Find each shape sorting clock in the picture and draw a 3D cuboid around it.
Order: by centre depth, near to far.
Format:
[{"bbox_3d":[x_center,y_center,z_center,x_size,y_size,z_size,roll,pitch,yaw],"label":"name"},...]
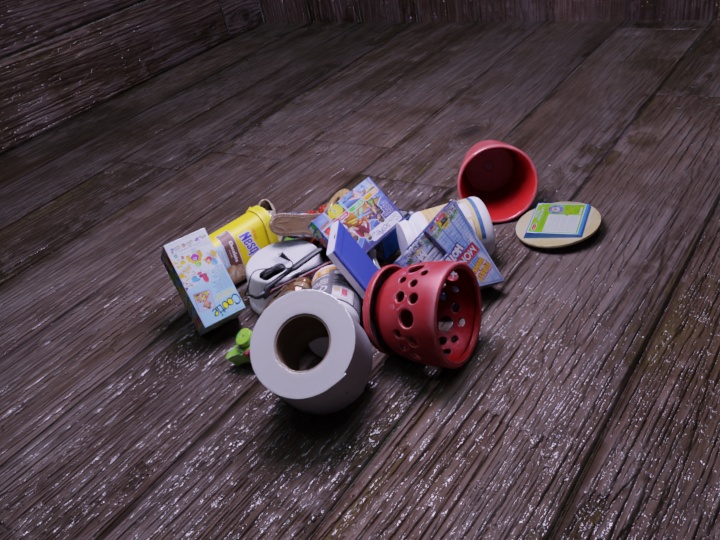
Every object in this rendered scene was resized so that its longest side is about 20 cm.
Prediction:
[{"bbox_3d":[0.467,-0.108,1.790,0.197,0.040,0.201,-10,33,6],"label":"shape sorting clock"}]

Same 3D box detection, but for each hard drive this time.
[{"bbox_3d":[0.000,0.000,1.635,0.025,0.200,0.133,-30,26,20],"label":"hard drive"}]

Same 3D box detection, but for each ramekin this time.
[{"bbox_3d":[-0.172,0.013,1.764,0.198,0.099,0.201,-8,32,5],"label":"ramekin"}]

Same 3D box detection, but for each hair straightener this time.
[{"bbox_3d":[-0.169,-0.002,1.648,0.198,0.078,0.041,-28,10,-11],"label":"hair straightener"}]

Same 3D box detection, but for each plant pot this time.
[{"bbox_3d":[0.117,0.083,1.470,0.181,0.202,0.200,0,32,37],"label":"plant pot"},{"bbox_3d":[0.337,-0.243,1.922,0.198,0.203,0.178,-9,22,5],"label":"plant pot"}]

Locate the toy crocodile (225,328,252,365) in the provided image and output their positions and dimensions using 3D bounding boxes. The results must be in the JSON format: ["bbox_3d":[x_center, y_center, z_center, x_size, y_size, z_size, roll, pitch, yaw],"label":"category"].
[{"bbox_3d":[-0.191,0.141,1.552,0.199,0.068,0.062,-31,44,14],"label":"toy crocodile"}]

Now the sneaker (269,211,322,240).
[{"bbox_3d":[-0.113,-0.104,1.810,0.197,0.071,0.109,7,3,2],"label":"sneaker"}]

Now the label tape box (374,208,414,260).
[{"bbox_3d":[0.021,-0.106,1.916,0.198,0.064,0.144,15,41,36],"label":"label tape box"}]

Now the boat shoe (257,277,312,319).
[{"bbox_3d":[-0.153,0.072,1.609,0.200,0.075,0.074,-33,28,53],"label":"boat shoe"}]

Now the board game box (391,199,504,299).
[{"bbox_3d":[0.198,-0.007,1.609,0.200,0.200,0.062,-47,5,-22],"label":"board game box"}]

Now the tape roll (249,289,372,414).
[{"bbox_3d":[-0.088,0.152,1.393,0.200,0.139,0.205,-5,68,13],"label":"tape roll"}]

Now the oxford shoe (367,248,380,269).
[{"bbox_3d":[0.006,-0.048,1.794,0.057,0.076,0.201,-9,52,-13],"label":"oxford shoe"}]

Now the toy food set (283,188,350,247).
[{"bbox_3d":[-0.106,-0.116,1.924,0.199,0.049,0.199,-15,38,44],"label":"toy food set"}]

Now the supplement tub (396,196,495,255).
[{"bbox_3d":[0.194,-0.077,1.735,0.198,0.146,0.145,-15,32,-6],"label":"supplement tub"}]

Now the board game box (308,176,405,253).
[{"bbox_3d":[-0.006,-0.109,1.745,0.200,0.136,0.034,-40,-3,-30],"label":"board game box"}]

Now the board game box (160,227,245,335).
[{"bbox_3d":[-0.354,0.027,1.690,0.104,0.202,0.103,-26,-5,-23],"label":"board game box"}]

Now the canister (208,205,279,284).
[{"bbox_3d":[-0.303,-0.047,1.859,0.199,0.150,0.086,-35,38,-29],"label":"canister"}]

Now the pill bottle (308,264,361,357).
[{"bbox_3d":[-0.056,0.086,1.592,0.115,0.118,0.201,-7,32,7],"label":"pill bottle"}]

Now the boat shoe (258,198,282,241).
[{"bbox_3d":[-0.253,-0.129,2.046,0.071,0.066,0.201,-13,32,-2],"label":"boat shoe"}]
